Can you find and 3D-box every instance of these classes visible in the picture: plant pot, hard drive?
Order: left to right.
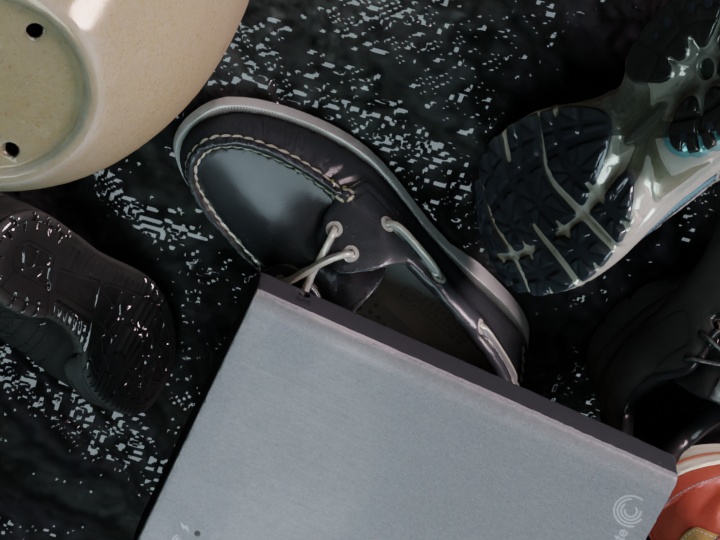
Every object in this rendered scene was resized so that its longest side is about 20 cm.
[{"bbox_3d":[-0.142,-0.108,1.095,0.199,0.135,0.201,1,127,2],"label":"plant pot"},{"bbox_3d":[0.018,0.102,1.197,0.199,0.033,0.140,24,111,-7],"label":"hard drive"}]

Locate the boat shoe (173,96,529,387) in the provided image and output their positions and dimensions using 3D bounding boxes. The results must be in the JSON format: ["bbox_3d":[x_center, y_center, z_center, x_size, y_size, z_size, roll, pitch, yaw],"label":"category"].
[{"bbox_3d":[0.000,0.000,1.213,0.200,0.060,0.076,34,121,-21],"label":"boat shoe"}]

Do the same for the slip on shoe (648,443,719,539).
[{"bbox_3d":[0.222,0.117,1.270,0.199,0.061,0.074,1,136,-24],"label":"slip on shoe"}]

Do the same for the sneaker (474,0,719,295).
[{"bbox_3d":[0.130,-0.049,1.163,0.086,0.078,0.200,-6,158,-42],"label":"sneaker"}]

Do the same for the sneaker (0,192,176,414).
[{"bbox_3d":[-0.164,-0.003,1.216,0.104,0.060,0.200,19,165,30],"label":"sneaker"}]

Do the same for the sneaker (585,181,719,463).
[{"bbox_3d":[0.170,0.015,1.200,0.076,0.091,0.200,26,122,-12],"label":"sneaker"}]
